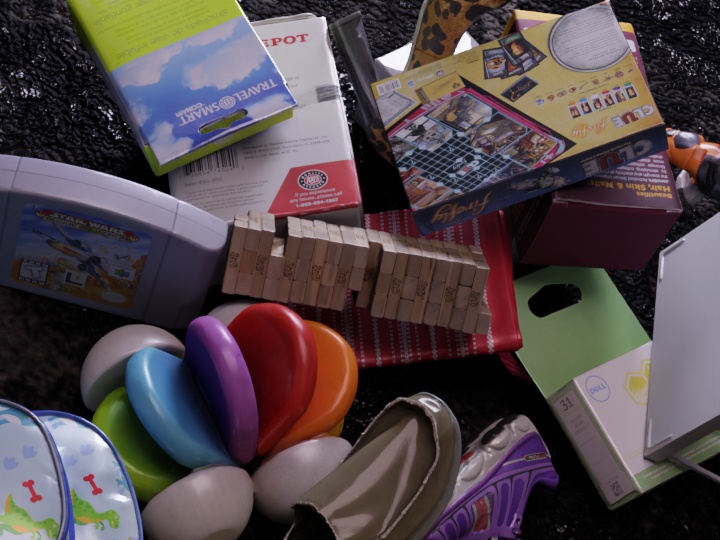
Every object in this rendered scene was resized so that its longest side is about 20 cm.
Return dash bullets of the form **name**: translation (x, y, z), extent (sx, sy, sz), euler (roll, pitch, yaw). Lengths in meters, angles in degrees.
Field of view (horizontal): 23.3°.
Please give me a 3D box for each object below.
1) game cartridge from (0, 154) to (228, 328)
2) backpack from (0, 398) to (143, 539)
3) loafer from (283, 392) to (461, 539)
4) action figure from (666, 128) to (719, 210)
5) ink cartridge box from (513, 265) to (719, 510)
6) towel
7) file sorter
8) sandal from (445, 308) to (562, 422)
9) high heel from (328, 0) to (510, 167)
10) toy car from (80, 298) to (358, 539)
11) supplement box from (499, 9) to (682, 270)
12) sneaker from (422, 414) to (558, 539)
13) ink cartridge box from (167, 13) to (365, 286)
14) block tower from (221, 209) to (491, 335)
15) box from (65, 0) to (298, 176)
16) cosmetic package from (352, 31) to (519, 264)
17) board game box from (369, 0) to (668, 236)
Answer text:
- **game cartridge**: translation (-0.204, -0.023, 1.294), extent (0.199, 0.133, 0.042), euler (15, 58, -8)
- **backpack**: translation (-0.240, 0.173, 1.112), extent (0.199, 0.147, 0.183), euler (-7, 57, -17)
- **loafer**: translation (-0.002, 0.170, 1.194), extent (0.075, 0.070, 0.200), euler (29, 85, 36)
- **action figure**: translation (0.332, -0.068, 1.506), extent (0.200, 0.193, 0.105), euler (39, 69, -35)
- **ink cartridge box**: translation (0.203, 0.075, 1.391), extent (0.145, 0.048, 0.200), euler (-19, 75, -40)
- **towel**: translation (0.024, 0.014, 1.380), extent (0.199, 0.023, 0.145), euler (-7, 55, 3)
- **file sorter**: translation (0.317, 0.059, 1.353), extent (0.124, 0.139, 0.200), euler (28, 50, -20)
- **sandal**: translation (0.134, 0.066, 1.405), extent (0.200, 0.045, 0.075), euler (32, 52, 5)
- **high heel**: translation (0.088, -0.170, 1.421), extent (0.200, 0.071, 0.143), euler (-21, 98, 9)
- **toy car**: translation (-0.093, 0.092, 1.235), extent (0.200, 0.150, 0.175), euler (-13, 60, -28)
- **supplement box**: translation (0.176, -0.105, 1.416), extent (0.110, 0.086, 0.200), euler (4, 54, -16)
- **sneaker**: translation (0.077, 0.186, 1.277), extent (0.200, 0.081, 0.084), euler (-38, 93, -30)
- **ink cartridge box**: translation (-0.082, -0.098, 1.404), extent (0.146, 0.083, 0.200), euler (-9, 55, -2)
- **block tower**: translation (0.000, 0.000, 1.303), extent (0.199, 0.058, 0.054), euler (11, 16, -7)
- **box**: translation (-0.139, -0.162, 1.371), extent (0.122, 0.048, 0.200), euler (-25, 57, -9)
- **cosmetic package**: translation (0.098, -0.107, 1.501), extent (0.107, 0.090, 0.200), euler (-26, 63, -33)
- **board game box**: translation (0.119, -0.118, 1.343), extent (0.200, 0.035, 0.136), euler (-19, 55, 4)
